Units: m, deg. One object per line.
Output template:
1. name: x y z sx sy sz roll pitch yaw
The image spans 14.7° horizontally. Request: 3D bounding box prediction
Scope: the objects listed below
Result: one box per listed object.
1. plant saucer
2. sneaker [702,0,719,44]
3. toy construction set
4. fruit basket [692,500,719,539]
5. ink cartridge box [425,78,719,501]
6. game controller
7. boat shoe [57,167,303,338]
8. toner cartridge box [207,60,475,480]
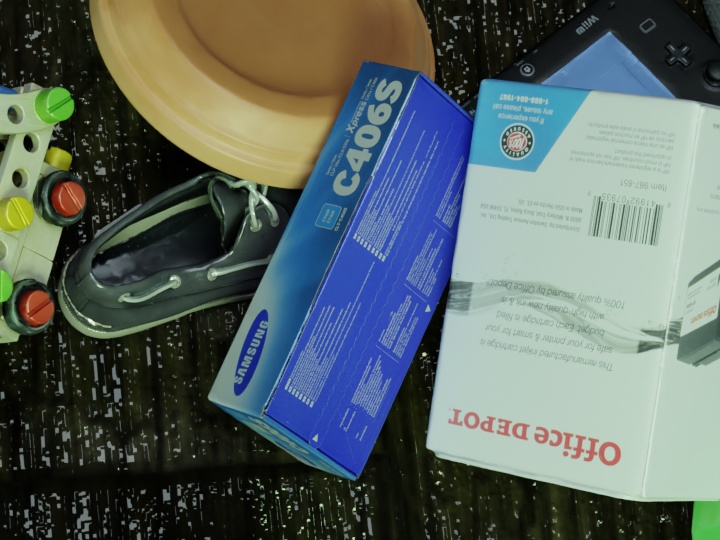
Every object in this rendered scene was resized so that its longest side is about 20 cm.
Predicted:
1. plant saucer: -0.048 -0.136 1.524 0.199 0.037 0.201 13 53 -18
2. sneaker: 0.283 -0.113 1.592 0.115 0.075 0.200 -21 74 -14
3. toy construction set: -0.216 -0.032 1.457 0.131 0.092 0.201 28 83 -36
4. fruit basket: 0.274 0.190 1.419 0.155 0.215 0.216 25 65 -41
5. ink cartridge box: 0.125 0.010 1.450 0.084 0.145 0.201 7 92 -49
6. game controller: 0.121 -0.079 1.569 0.200 0.042 0.104 -38 83 -20
7. boat shoe: -0.067 -0.022 1.503 0.199 0.063 0.073 -24 78 -17
8. toner cartridge box: 0.000 0.000 1.475 0.043 0.095 0.201 15 75 40
